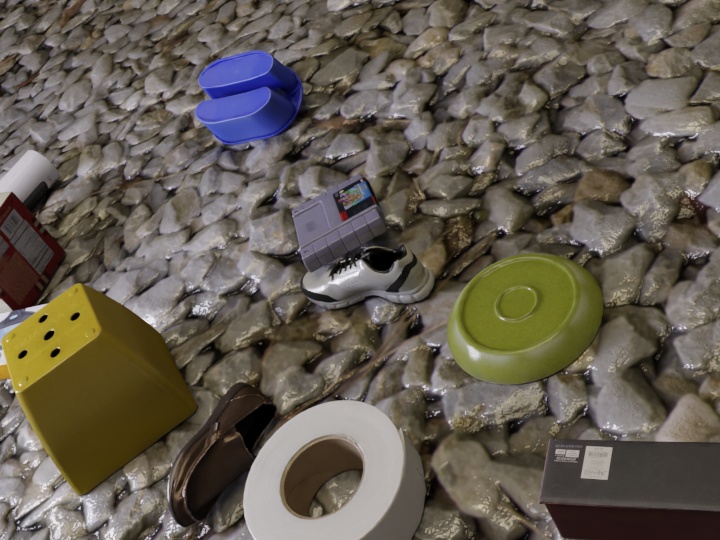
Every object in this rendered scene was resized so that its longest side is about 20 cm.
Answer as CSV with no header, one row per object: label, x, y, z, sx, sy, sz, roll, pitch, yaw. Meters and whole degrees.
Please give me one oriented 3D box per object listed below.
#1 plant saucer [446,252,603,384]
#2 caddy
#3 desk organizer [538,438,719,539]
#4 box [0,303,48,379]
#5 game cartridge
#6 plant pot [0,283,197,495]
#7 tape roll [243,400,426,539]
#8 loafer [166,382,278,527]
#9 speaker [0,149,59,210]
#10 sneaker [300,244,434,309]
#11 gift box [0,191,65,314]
plant saucer,0.194,0.048,1.178,0.198,0.031,0.201,-18,42,16
caddy,-0.198,-0.304,1.716,0.198,0.105,0.143,-7,68,26
desk organizer,0.281,0.214,0.923,0.198,0.077,0.072,-4,47,28
box,-0.543,0.114,1.559,0.198,0.042,0.120,-13,44,24
game cartridge,-0.034,-0.076,1.400,0.129,0.039,0.200,-32,24,5
plant pot,-0.376,0.142,1.322,0.199,0.177,0.200,-36,41,-5
tape roll,-0.028,0.248,1.085,0.201,0.071,0.204,-17,42,16
loafer,-0.168,0.224,1.191,0.070,0.073,0.201,3,51,35
speaker,-0.672,-0.137,1.857,0.081,0.081,0.201,10,55,38
sneaker,0.000,0.000,1.309,0.198,0.080,0.074,-7,48,29
gift box,-0.658,-0.036,1.663,0.185,0.201,0.185,-4,43,30
